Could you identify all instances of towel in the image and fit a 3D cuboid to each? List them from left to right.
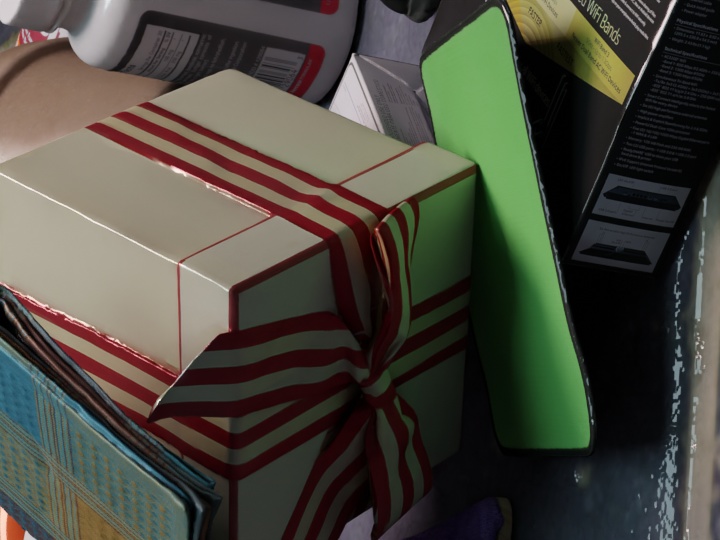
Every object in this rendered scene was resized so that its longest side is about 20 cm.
[{"bbox_3d":[-0.120,0.099,0.945,0.147,0.022,0.200,40,154,17],"label":"towel"}]

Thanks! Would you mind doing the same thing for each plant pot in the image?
[{"bbox_3d":[-0.149,-0.061,1.371,0.174,0.200,0.201,-7,76,46],"label":"plant pot"}]

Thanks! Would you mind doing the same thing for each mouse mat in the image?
[{"bbox_3d":[0.064,-0.014,0.956,0.161,0.007,0.201,159,99,-78],"label":"mouse mat"}]

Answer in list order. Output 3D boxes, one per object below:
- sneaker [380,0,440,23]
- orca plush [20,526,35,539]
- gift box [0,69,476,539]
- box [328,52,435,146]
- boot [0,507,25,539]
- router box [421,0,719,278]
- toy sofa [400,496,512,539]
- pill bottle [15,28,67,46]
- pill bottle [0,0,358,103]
[{"bbox_3d":[0.015,-0.182,1.070,0.200,0.082,0.073,93,-163,-83],"label":"sneaker"},{"bbox_3d":[-0.145,0.149,1.183,0.105,0.071,0.200,-52,25,37],"label":"orca plush"},{"bbox_3d":[-0.060,0.036,0.983,0.186,0.200,0.185,24,132,34],"label":"gift box"},{"bbox_3d":[0.000,0.000,1.133,0.117,0.060,0.200,-109,35,-46],"label":"box"},{"bbox_3d":[-0.174,0.194,1.241,0.107,0.075,0.201,-38,57,54],"label":"boot"},{"bbox_3d":[0.104,-0.117,0.945,0.200,0.052,0.158,-117,42,-53],"label":"router box"},{"bbox_3d":[-0.001,0.174,1.054,0.200,0.083,0.098,147,125,-60],"label":"toy sofa"},{"bbox_3d":[-0.176,-0.201,1.524,0.113,0.113,0.200,-108,34,-44],"label":"pill bottle"},{"bbox_3d":[-0.110,-0.168,1.259,0.111,0.199,0.111,-171,90,-66],"label":"pill bottle"}]
